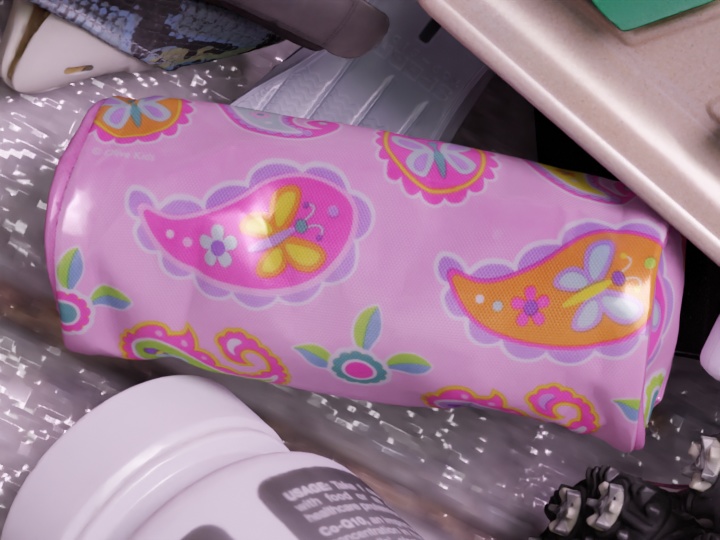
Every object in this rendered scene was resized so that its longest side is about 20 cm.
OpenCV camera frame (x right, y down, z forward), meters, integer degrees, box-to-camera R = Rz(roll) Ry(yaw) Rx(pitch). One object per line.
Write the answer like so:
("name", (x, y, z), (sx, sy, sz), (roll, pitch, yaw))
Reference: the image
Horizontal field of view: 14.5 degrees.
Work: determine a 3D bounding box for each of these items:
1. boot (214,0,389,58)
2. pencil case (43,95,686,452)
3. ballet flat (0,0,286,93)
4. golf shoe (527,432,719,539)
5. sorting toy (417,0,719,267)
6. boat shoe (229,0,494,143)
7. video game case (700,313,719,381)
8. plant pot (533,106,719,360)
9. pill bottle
("boot", (-0.073, -0.145, 0.912), (0.138, 0.077, 0.200), (21, 36, -31))
("pencil case", (0.000, 0.000, 0.878), (0.199, 0.087, 0.088), (9, 77, 8))
("ballet flat", (-0.122, -0.096, 0.925), (0.200, 0.074, 0.074), (22, 74, -15))
("golf shoe", (0.116, 0.101, 0.903), (0.088, 0.200, 0.077), (19, 66, -21))
("sorting toy", (0.136, -0.098, 0.799), (0.185, 0.036, 0.200), (41, 111, 3))
("boat shoe", (0.003, -0.050, 0.955), (0.072, 0.062, 0.200), (43, 87, 8))
("video game case", (0.224, -0.023, 0.880), (0.182, 0.023, 0.200), (25, 95, -21))
("plant pot", (0.169, -0.048, 0.960), (0.199, 0.200, 0.178), (10, 88, -20))
("pill bottle", (-0.014, 0.127, 0.849), (0.114, 0.114, 0.200), (-32, 53, -23))
